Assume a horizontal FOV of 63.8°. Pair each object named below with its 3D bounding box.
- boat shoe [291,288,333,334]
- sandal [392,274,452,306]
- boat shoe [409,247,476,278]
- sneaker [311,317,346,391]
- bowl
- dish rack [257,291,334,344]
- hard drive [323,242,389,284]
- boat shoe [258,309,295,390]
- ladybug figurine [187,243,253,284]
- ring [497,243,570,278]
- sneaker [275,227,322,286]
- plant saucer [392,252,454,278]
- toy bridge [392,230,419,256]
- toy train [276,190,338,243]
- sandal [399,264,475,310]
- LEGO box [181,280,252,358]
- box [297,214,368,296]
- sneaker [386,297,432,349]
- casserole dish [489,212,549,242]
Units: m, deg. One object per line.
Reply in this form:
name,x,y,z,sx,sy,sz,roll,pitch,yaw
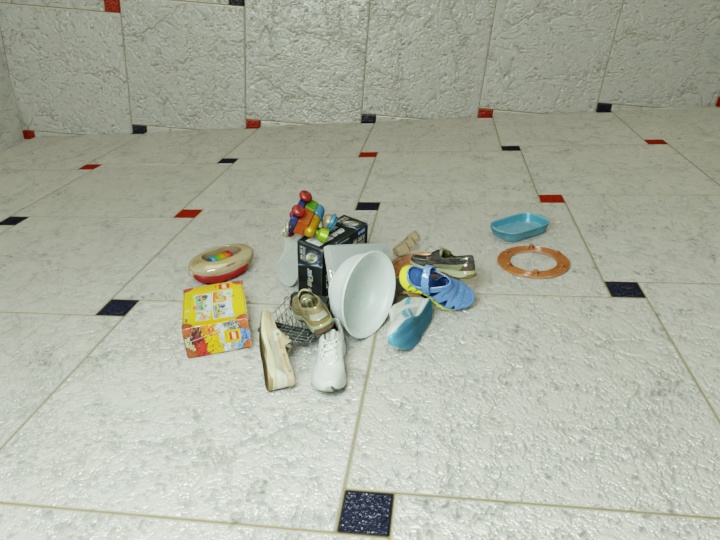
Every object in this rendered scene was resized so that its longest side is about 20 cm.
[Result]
boat shoe,-0.113,0.073,1.280,0.071,0.077,0.200,-29,21,-17
sandal,0.153,0.050,1.438,0.197,0.083,0.055,1,2,-8
boat shoe,0.214,-0.026,1.495,0.199,0.066,0.073,13,16,40
sneaker,-0.067,0.176,1.211,0.074,0.088,0.201,-3,28,-2
bowl,-0.010,0.047,1.333,0.090,0.203,0.200,15,32,37
dish rack,-0.141,0.120,1.368,0.152,0.055,0.200,8,31,23
hard drive,0.000,0.000,1.447,0.199,0.134,0.026,-5,-6,-42
boat shoe,-0.180,0.166,1.236,0.064,0.073,0.201,-3,43,-16
ladybug figurine,-0.392,-0.015,1.632,0.199,0.073,0.135,-22,33,-34
ring,0.487,-0.031,1.630,0.198,0.019,0.201,-2,27,1
sneaker,-0.159,-0.051,1.548,0.073,0.202,0.118,31,40,12
plant saucer,0.172,0.009,1.566,0.198,0.038,0.201,-3,27,2
toy bridge,0.128,-0.073,1.707,0.067,0.027,0.200,-31,6,19
toy train,-0.127,-0.099,1.399,0.115,0.085,0.201,27,37,-9
sandal,0.193,0.040,1.384,0.198,0.080,0.087,19,-20,-19
LEGO box,-0.343,0.110,1.378,0.147,0.078,0.200,-9,27,-11
box,-0.071,-0.031,1.521,0.085,0.165,0.200,22,35,29
sneaker,0.099,0.121,1.325,0.080,0.077,0.200,3,20,26
casserole dish,0.497,-0.134,1.807,0.198,0.039,0.121,-17,31,-24
